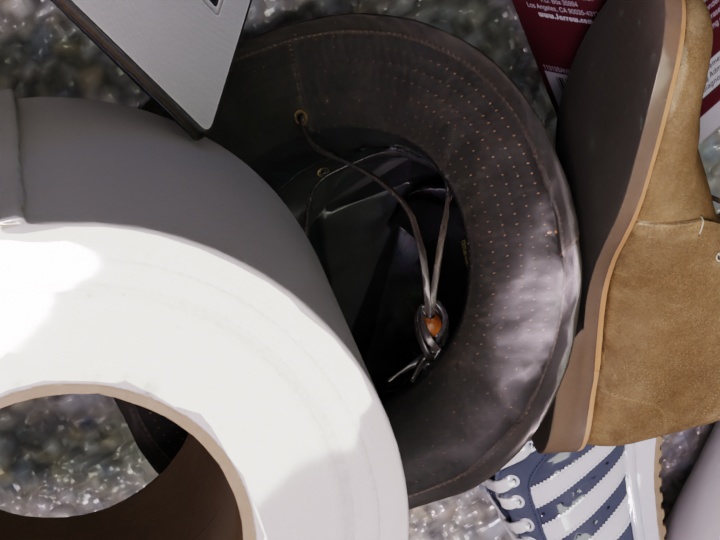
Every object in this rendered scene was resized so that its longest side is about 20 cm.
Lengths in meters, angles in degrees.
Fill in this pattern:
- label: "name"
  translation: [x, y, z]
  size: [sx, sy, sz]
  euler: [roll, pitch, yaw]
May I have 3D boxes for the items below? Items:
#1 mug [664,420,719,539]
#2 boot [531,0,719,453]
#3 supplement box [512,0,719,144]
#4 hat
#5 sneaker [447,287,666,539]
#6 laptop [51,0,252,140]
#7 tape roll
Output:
- label: "mug"
  translation: [0.212, 0.118, 0.918]
  size: [0.186, 0.150, 0.153]
  euler: [25, 112, -20]
- label: "boot"
  translation: [0.107, -0.019, 0.771]
  size: [0.075, 0.074, 0.201]
  euler: [0, 131, -7]
- label: "supplement box"
  translation: [0.095, -0.151, 0.777]
  size: [0.109, 0.061, 0.201]
  euler: [-40, 123, -25]
- label: "hat"
  translation: [0.000, 0.000, 0.812]
  size: [0.201, 0.200, 0.081]
  euler: [-62, 158, 14]
- label: "sneaker"
  translation: [0.066, 0.086, 0.889]
  size: [0.108, 0.070, 0.201]
  euler: [-7, 109, -21]
- label: "laptop"
  translation: [-0.053, -0.188, 0.702]
  size: [0.116, 0.201, 0.187]
  euler: [-25, 126, 33]
- label: "tape roll"
  translation: [-0.094, 0.059, 0.685]
  size: [0.202, 0.139, 0.204]
  euler: [-3, 110, -9]
